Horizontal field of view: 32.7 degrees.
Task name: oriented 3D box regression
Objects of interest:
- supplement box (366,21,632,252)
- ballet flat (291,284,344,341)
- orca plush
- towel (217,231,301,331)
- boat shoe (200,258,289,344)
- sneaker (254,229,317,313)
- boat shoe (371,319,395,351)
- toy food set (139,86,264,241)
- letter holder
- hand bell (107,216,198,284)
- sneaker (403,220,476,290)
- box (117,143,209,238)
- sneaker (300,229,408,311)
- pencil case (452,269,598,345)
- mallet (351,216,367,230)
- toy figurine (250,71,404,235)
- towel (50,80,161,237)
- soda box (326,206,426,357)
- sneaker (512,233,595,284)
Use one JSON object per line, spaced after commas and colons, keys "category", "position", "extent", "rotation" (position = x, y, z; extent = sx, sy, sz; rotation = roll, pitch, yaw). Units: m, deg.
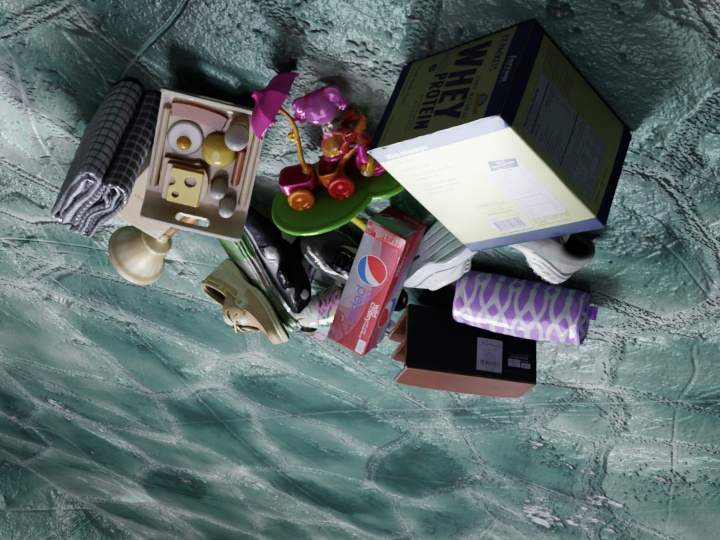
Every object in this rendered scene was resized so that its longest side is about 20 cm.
{"category": "supplement box", "position": [0.158, -0.143, 1.380], "extent": [0.200, 0.134, 0.200], "rotation": [-11, 138, 45]}
{"category": "ballet flat", "position": [-0.069, 0.068, 1.870], "extent": [0.071, 0.069, 0.200], "rotation": [2, 167, -10]}
{"category": "orca plush", "position": [-0.117, -0.037, 1.787], "extent": [0.200, 0.071, 0.105], "rotation": [57, 168, -3]}
{"category": "towel", "position": [-0.162, -0.002, 1.829], "extent": [0.200, 0.023, 0.153], "rotation": [58, 167, -14]}
{"category": "boat shoe", "position": [-0.172, 0.058, 1.808], "extent": [0.200, 0.066, 0.074], "rotation": [41, 162, 48]}
{"category": "sneaker", "position": [-0.120, -0.001, 1.895], "extent": [0.100, 0.075, 0.200], "rotation": [28, 143, 2]}
{"category": "boat shoe", "position": [-0.002, 0.082, 1.871], "extent": [0.072, 0.066, 0.200], "rotation": [33, 178, -20]}
{"category": "toy food set", "position": [-0.209, -0.139, 1.622], "extent": [0.143, 0.060, 0.200], "rotation": [12, 121, -7]}
{"category": "letter holder", "position": [0.147, 0.134, 1.844], "extent": [0.200, 0.101, 0.142], "rotation": [9, 155, -11]}
{"category": "hand bell", "position": [-0.299, -0.063, 1.907], "extent": [0.104, 0.104, 0.200], "rotation": [35, 137, -23]}
{"category": "sneaker", "position": [0.124, -0.026, 1.690], "extent": [0.071, 0.073, 0.200], "rotation": [9, 160, -27]}
{"category": "box", "position": [-0.280, -0.127, 1.768], "extent": [0.095, 0.078, 0.200], "rotation": [31, 150, -16]}
{"category": "sneaker", "position": [0.000, 0.000, 1.782], "extent": [0.200, 0.067, 0.090], "rotation": [37, 174, -33]}
{"category": "pencil case", "position": [0.226, 0.051, 1.725], "extent": [0.200, 0.084, 0.085], "rotation": [13, -175, 20]}
{"category": "mallet", "position": [0.005, -0.057, 1.740], "extent": [0.066, 0.041, 0.200], "rotation": [-9, 143, 41]}
{"category": "toy figurine", "position": [-0.053, -0.166, 1.520], "extent": [0.200, 0.150, 0.184], "rotation": [-14, 130, 15]}
{"category": "towel", "position": [-0.347, -0.148, 1.692], "extent": [0.085, 0.166, 0.200], "rotation": [25, 152, -18]}
{"category": "soda box", "position": [0.022, 0.016, 1.701], "extent": [0.063, 0.070, 0.200], "rotation": [29, 118, 16]}
{"category": "sneaker", "position": [0.216, -0.058, 1.564], "extent": [0.200, 0.074, 0.079], "rotation": [30, 142, -26]}
